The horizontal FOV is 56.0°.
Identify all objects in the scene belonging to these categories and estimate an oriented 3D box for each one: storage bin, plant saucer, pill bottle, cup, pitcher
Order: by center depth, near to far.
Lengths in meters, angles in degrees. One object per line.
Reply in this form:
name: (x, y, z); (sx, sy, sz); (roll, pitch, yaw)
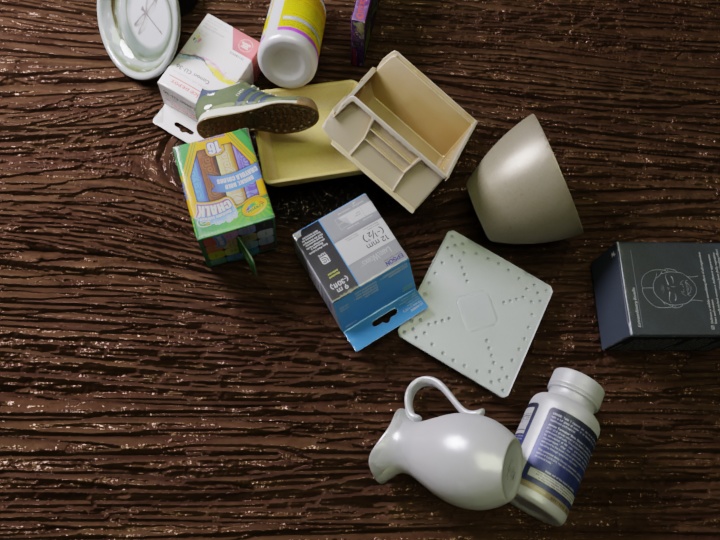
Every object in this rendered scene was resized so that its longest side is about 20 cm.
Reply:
pitcher: (0.129, 0.237, 0.955); (0.195, 0.122, 0.175); (3, 57, 35)
pill bottle: (0.283, 0.252, 0.989); (0.109, 0.111, 0.203); (29, 72, 5)
storage bin: (0.065, -0.228, 1.075); (0.197, 0.094, 0.201); (39, 42, -6)
cup: (0.253, -0.124, 1.087); (0.140, 0.200, 0.205); (-25, 73, 15)
plant saucer: (-0.078, -0.221, 1.127); (0.194, 0.049, 0.205); (-9, 59, -10)
plant saucer: (-0.363, -0.429, 1.143); (0.201, 0.201, 0.050); (49, 34, 12)
pill bottle: (-0.113, -0.419, 1.166); (0.101, 0.105, 0.205); (8, 54, -3)

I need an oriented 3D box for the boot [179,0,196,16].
boot: (-0.359, -0.569, 1.228); (0.187, 0.069, 0.201); (-41, 73, -5)

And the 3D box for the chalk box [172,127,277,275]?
chalk box: (-0.201, -0.090, 1.050); (0.120, 0.125, 0.205); (-15, 72, -10)

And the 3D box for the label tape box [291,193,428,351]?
label tape box: (0.000, 0.000, 1.057); (0.141, 0.067, 0.202); (-28, 66, -13)

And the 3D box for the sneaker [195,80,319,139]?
sneaker: (-0.168, -0.269, 1.080); (0.194, 0.068, 0.092); (-9, 58, -12)

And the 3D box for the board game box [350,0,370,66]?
board game box: (0.016, -0.486, 1.206); (0.031, 0.120, 0.206); (13, 70, -1)

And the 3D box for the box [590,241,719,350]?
box: (0.488, 0.044, 1.081); (0.193, 0.107, 0.153); (1, 71, -6)

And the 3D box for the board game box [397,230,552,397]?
board game box: (0.184, 0.068, 1.087); (0.196, 0.026, 0.203); (29, 72, 4)

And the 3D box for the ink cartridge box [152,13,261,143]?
ink cartridge box: (-0.261, -0.319, 1.150); (0.114, 0.068, 0.204); (27, 71, 4)
